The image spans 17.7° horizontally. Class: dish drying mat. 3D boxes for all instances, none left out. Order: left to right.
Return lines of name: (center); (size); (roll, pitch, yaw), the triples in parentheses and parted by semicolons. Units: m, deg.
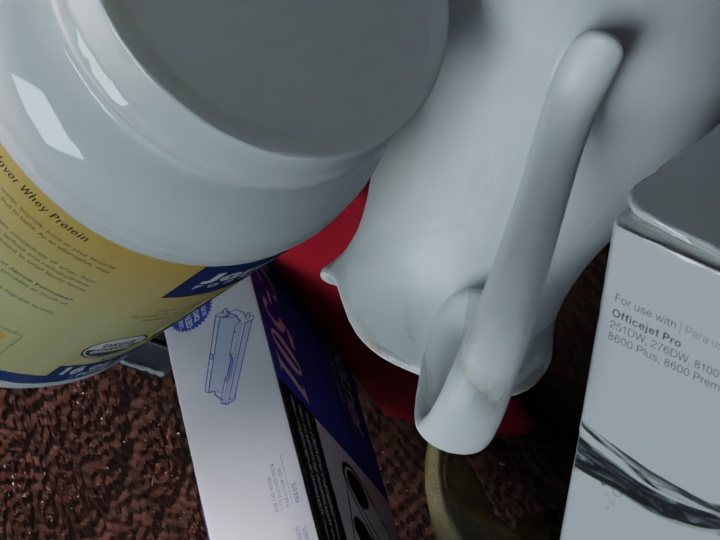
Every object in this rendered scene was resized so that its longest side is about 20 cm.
dish drying mat: (0.000, 0.000, 0.881); (0.077, 0.018, 0.200); (13, 150, 37)

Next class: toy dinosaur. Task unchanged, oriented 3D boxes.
toy dinosaur: (0.045, 0.111, 0.846); (0.058, 0.200, 0.101); (-20, 68, 13)

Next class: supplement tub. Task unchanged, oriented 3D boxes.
supplement tub: (-0.077, -0.056, 0.723); (0.145, 0.144, 0.200); (57, 142, -1)

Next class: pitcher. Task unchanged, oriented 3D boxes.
pitcher: (0.059, -0.051, 0.730); (0.121, 0.172, 0.201); (19, 107, -11)

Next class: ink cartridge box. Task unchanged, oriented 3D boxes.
ink cartridge box: (-0.024, 0.082, 0.867); (0.044, 0.200, 0.094); (-28, 134, 11)
ink cartridge box: (0.137, 0.050, 0.757); (0.084, 0.145, 0.201); (26, 130, 27)

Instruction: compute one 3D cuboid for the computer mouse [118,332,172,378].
computer mouse: (-0.106, -0.008, 1.019); (0.200, 0.046, 0.141); (40, 137, 17)
